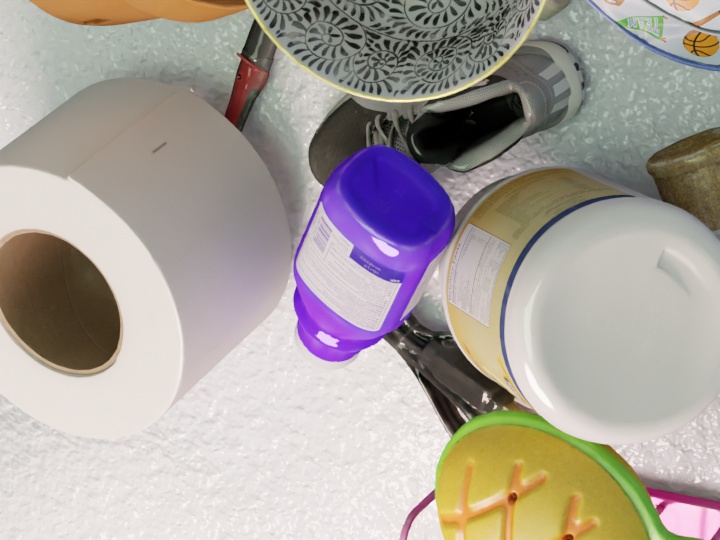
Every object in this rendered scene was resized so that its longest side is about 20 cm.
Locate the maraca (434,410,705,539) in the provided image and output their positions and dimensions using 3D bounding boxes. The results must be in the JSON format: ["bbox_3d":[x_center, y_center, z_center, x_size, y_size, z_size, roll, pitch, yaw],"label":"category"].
[{"bbox_3d":[0.130,0.164,1.561,0.200,0.107,0.137,35,130,14],"label":"maraca"}]

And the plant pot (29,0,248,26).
[{"bbox_3d":[-0.143,-0.238,1.632,0.140,0.200,0.201,-20,99,46],"label":"plant pot"}]

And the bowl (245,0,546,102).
[{"bbox_3d":[0.032,-0.203,1.474,0.200,0.094,0.201,8,110,22],"label":"bowl"}]

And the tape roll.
[{"bbox_3d":[-0.164,-0.009,1.718,0.202,0.139,0.203,16,125,25],"label":"tape roll"}]

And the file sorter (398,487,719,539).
[{"bbox_3d":[0.131,0.220,1.689,0.199,0.125,0.139,10,111,22],"label":"file sorter"}]

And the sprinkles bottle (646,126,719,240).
[{"bbox_3d":[0.239,0.014,1.600,0.068,0.068,0.201,-17,100,29],"label":"sprinkles bottle"}]

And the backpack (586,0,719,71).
[{"bbox_3d":[0.212,-0.211,1.495,0.200,0.154,0.191,34,128,8],"label":"backpack"}]

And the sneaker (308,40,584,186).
[{"bbox_3d":[0.034,-0.088,1.632,0.200,0.115,0.075,-20,98,29],"label":"sneaker"}]

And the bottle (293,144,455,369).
[{"bbox_3d":[0.000,0.000,1.641,0.083,0.065,0.200,41,151,10],"label":"bottle"}]

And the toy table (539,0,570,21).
[{"bbox_3d":[0.049,-0.221,1.579,0.200,0.117,0.184,-21,97,29],"label":"toy table"}]

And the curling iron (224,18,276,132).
[{"bbox_3d":[-0.080,-0.137,1.719,0.049,0.026,0.200,32,118,8],"label":"curling iron"}]

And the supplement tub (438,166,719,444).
[{"bbox_3d":[0.131,0.015,1.558,0.144,0.200,0.145,-2,101,-13],"label":"supplement tub"}]

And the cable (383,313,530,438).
[{"bbox_3d":[0.051,0.051,1.730,0.200,0.050,0.097,39,137,22],"label":"cable"}]
